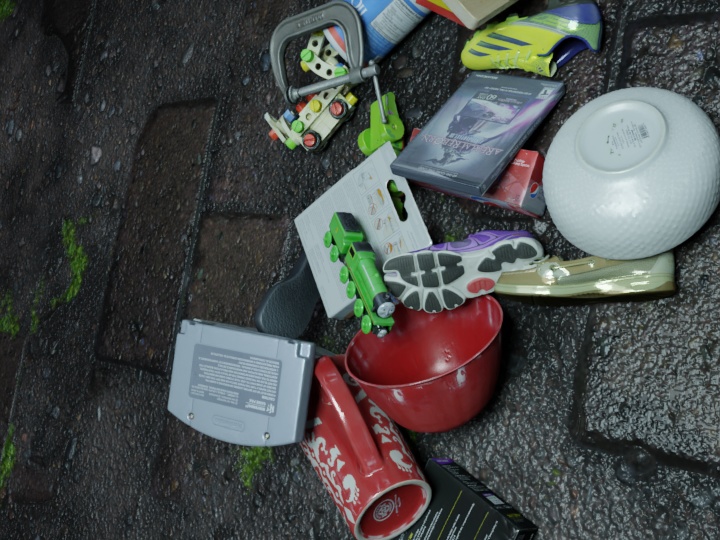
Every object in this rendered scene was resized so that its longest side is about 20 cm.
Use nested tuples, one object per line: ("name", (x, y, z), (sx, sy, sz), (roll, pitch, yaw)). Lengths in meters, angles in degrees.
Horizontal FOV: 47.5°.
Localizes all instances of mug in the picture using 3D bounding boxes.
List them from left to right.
("mug", (-0.016, 0.214, 1.002), (0.133, 0.177, 0.201), (-44, 47, 9))

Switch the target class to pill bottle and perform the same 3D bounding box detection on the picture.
("pill bottle", (0.043, -0.391, 1.166), (0.199, 0.111, 0.114), (-39, 58, 26))

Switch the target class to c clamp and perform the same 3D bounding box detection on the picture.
("c clamp", (-0.054, -0.287, 1.157), (0.196, 0.027, 0.175), (1, 100, 37))

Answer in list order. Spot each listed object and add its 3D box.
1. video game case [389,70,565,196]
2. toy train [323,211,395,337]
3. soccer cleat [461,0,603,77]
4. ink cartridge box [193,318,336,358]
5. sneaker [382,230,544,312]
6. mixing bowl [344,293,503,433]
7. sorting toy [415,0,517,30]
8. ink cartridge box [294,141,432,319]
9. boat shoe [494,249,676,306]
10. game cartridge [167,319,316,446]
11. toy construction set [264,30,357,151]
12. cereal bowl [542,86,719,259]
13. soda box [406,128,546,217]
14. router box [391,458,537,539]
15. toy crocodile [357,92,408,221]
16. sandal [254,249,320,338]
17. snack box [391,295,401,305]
("video game case", (0.146, -0.177, 1.021), (0.141, 0.019, 0.201), (19, 57, 40))
("toy train", (0.000, 0.000, 1.031), (0.057, 0.041, 0.202), (-65, 34, 33))
("soccer cleat", (0.211, -0.281, 1.034), (0.197, 0.064, 0.086), (-10, 86, 40))
("ink cartridge box", (-0.129, 0.136, 1.131), (0.144, 0.198, 0.086), (20, 93, 40))
("sneaker", (0.126, -0.005, 1.005), (0.195, 0.084, 0.082), (-8, 112, 6))
("mixing bowl", (0.089, 0.122, 0.984), (0.197, 0.200, 0.110), (-2, 119, 39))
("sorting toy", (0.127, -0.400, 1.036), (0.199, 0.199, 0.070), (48, 149, 7))
("ink cartridge box", (0.008, -0.052, 1.120), (0.199, 0.050, 0.165), (-35, 66, 30))
("boat shoe", (0.248, 0.002, 0.917), (0.196, 0.073, 0.065), (-4, 77, 25))
("game cartridge", (-0.146, 0.140, 0.996), (0.196, 0.040, 0.137), (8, 86, 28))
("toy construction set", (-0.076, -0.261, 1.247), (0.131, 0.092, 0.201), (47, 120, 10))
("cereal bowl", (0.286, -0.119, 0.881), (0.196, 0.083, 0.204), (-17, 53, 23))
("soda box", (0.148, -0.127, 1.050), (0.197, 0.063, 0.072), (20, 91, 40))
("router box", (0.105, 0.354, 0.984), (0.148, 0.051, 0.204), (31, 100, 41))
("toy crocodile", (0.040, -0.154, 1.151), (0.067, 0.061, 0.205), (-29, 57, 49))
("sandal", (-0.096, 0.038, 1.153), (0.042, 0.201, 0.077), (-16, 111, 30))
("snack box", (0.028, 0.002, 1.146), (0.072, 0.024, 0.203), (-40, 57, 27))
